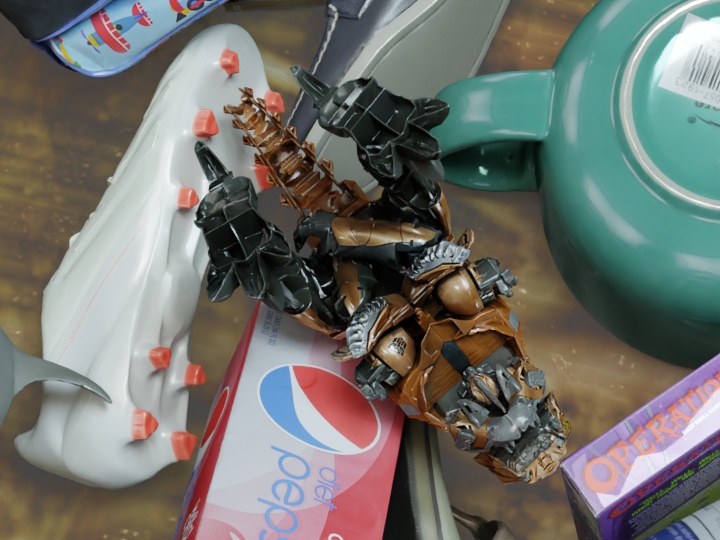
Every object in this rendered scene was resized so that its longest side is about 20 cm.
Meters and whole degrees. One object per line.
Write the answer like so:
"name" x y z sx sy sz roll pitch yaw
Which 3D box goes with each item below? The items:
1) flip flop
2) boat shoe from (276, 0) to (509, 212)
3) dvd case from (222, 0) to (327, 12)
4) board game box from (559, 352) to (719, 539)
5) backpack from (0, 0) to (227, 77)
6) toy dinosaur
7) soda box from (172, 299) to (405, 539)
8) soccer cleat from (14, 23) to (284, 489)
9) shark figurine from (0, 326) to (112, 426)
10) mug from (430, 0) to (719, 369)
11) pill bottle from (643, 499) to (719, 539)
"flip flop" 0.044 0.131 0.998 0.057 0.081 0.200 4 34 -24
"boat shoe" 0.019 -0.117 1.094 0.063 0.073 0.201 36 96 31
"dvd case" 0.039 -0.187 1.143 0.199 0.016 0.150 -4 73 6
"board game box" 0.166 0.041 1.010 0.200 0.120 0.032 -34 74 -5
"backpack" -0.093 -0.201 1.091 0.182 0.135 0.200 -34 31 16
"toy dinosaur" 0.000 0.000 0.998 0.199 0.136 0.102 24 74 35
"soda box" -0.030 0.093 0.978 0.070 0.064 0.200 22 32 -6
"soccer cleat" -0.089 -0.010 1.081 0.077 0.069 0.201 1 66 33
"shark figurine" -0.137 0.059 0.996 0.089 0.129 0.215 12 29 -18
"mug" 0.129 -0.041 1.039 0.184 0.114 0.153 -25 73 -2
"pill bottle" 0.179 0.122 0.989 0.199 0.112 0.112 -27 73 -2
